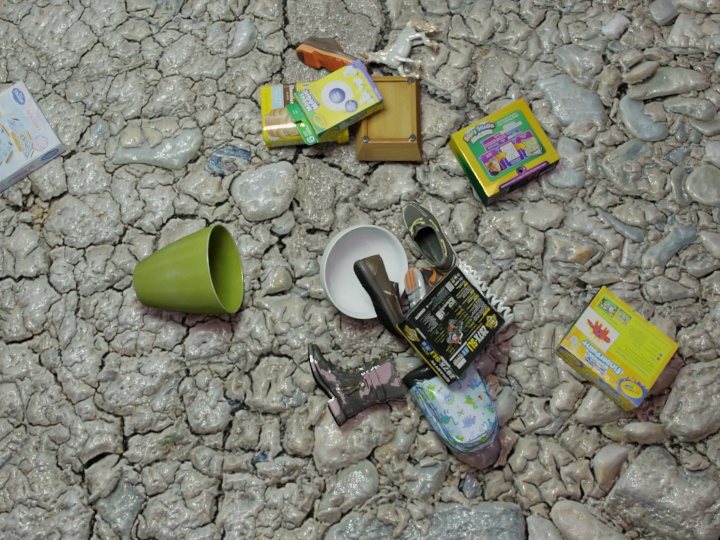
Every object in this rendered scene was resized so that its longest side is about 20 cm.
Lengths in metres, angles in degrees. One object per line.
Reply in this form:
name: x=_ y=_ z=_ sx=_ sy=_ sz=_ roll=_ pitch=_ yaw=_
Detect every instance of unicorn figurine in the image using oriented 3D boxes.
unicorn figurine: x=0.098 y=-0.523 z=1.821 sx=0.136 sy=0.074 sz=0.201 roll=29 pitch=62 yaw=17

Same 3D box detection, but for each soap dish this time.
soap dish: x=0.065 y=-0.357 z=1.760 sx=0.153 sy=0.081 sz=0.205 roll=0 pitch=74 yaw=0

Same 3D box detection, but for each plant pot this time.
plant pot: x=-0.374 y=0.013 z=1.618 sx=0.195 sy=0.187 sz=0.192 roll=-10 pitch=73 yaw=12

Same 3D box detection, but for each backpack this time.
backpack: x=0.201 y=0.277 z=1.560 sx=0.160 sy=0.154 sz=0.204 roll=-22 pitch=87 yaw=-13

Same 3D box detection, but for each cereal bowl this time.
cereal bowl: x=0.000 y=0.000 z=1.639 sx=0.195 sy=0.083 sz=0.206 roll=-2 pitch=96 yaw=-22

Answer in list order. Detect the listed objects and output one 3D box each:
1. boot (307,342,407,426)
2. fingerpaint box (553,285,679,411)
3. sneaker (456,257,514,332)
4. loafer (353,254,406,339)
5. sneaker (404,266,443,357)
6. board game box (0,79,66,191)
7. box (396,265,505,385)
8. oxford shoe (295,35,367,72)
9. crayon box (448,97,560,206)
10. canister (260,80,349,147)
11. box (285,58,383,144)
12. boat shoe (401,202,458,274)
boot: x=-0.009 y=0.215 z=1.610 sx=0.171 sy=0.069 sz=0.203 roll=-26 pitch=83 yaw=-10
fingerpaint box: x=0.541 y=0.166 z=1.616 sx=0.199 sy=0.074 sz=0.168 roll=38 pitch=76 yaw=10
sneaker: x=0.245 y=0.054 z=1.652 sx=0.081 sy=0.075 sz=0.201 roll=-40 pitch=77 yaw=-2
loafer: x=0.060 y=0.053 z=1.586 sx=0.070 sy=0.073 sz=0.203 roll=-35 pitch=110 yaw=-18
sneaker: x=0.165 y=0.089 z=1.619 sx=0.110 sy=0.077 sz=0.205 roll=1 pitch=75 yaw=-33
board game box: x=-0.820 y=-0.309 z=1.764 sx=0.198 sy=0.041 sz=0.202 roll=-34 pitch=77 yaw=-9
box: x=0.186 y=0.108 z=1.543 sx=0.160 sy=0.049 sz=0.200 roll=48 pitch=52 yaw=0
oxford shoe: x=-0.059 y=-0.512 z=1.793 sx=0.197 sy=0.072 sz=0.074 roll=26 pitch=70 yaw=23
crayon box: x=0.330 y=-0.274 z=1.750 sx=0.197 sy=0.058 sz=0.175 roll=-27 pitch=75 yaw=-8
canister: x=-0.129 y=-0.365 z=1.761 sx=0.195 sy=0.087 sz=0.152 roll=-5 pitch=74 yaw=0
box: x=-0.060 y=-0.374 z=1.693 sx=0.197 sy=0.048 sz=0.119 roll=-30 pitch=77 yaw=-7
boat shoe: x=0.145 y=-0.080 z=1.665 sx=0.072 sy=0.060 sz=0.203 roll=-43 pitch=57 yaw=15
